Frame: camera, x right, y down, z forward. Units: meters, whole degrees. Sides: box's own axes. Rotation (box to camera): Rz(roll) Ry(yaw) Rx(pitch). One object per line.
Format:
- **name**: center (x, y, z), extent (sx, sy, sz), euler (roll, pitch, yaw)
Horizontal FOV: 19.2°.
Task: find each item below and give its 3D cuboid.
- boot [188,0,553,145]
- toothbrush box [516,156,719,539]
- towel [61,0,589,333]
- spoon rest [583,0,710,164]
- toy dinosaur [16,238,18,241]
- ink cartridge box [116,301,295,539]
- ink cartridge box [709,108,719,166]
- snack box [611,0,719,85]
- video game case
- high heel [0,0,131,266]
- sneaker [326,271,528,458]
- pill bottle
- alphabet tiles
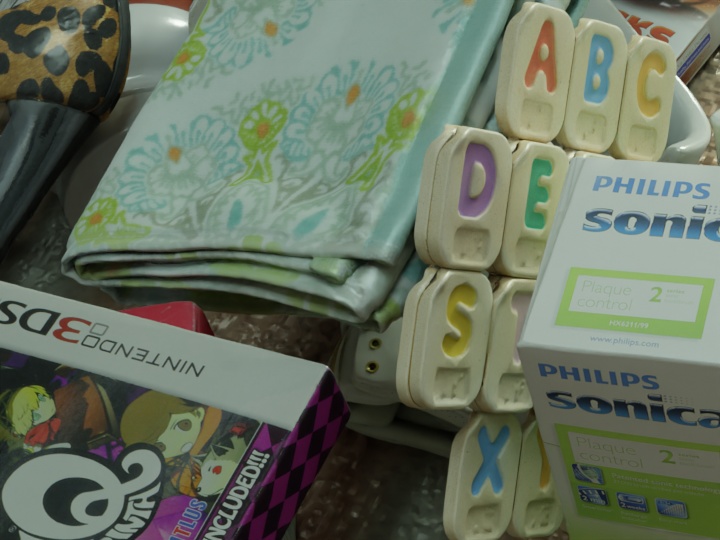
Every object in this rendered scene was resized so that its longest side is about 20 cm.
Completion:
- **boot**: center (0.025, -0.088, 0.956), extent (0.200, 0.073, 0.090), euler (35, 40, 1)
- **toothbrush box**: center (0.147, 0.060, 0.736), extent (0.145, 0.200, 0.086), euler (6, 52, 20)
- **towel**: center (-0.012, -0.068, 0.814), extent (0.171, 0.048, 0.200), euler (4, 56, 41)
- **spoon rest**: center (0.087, -0.102, 0.977), extent (0.060, 0.100, 0.200), euler (-16, 51, -42)
- **toy dinosaur**: center (-0.225, -0.076, 1.049), extent (0.077, 0.102, 0.200), euler (-51, 29, 23)
- **ink cartridge box**: center (-0.107, 0.142, 0.776), extent (0.144, 0.146, 0.201), euler (-10, 48, 8)
- **ink cartridge box**: center (0.268, -0.059, 0.879), extent (0.200, 0.085, 0.146), euler (-37, 50, -13)
- **snack box**: center (0.089, -0.146, 1.045), extent (0.200, 0.024, 0.072), euler (26, 64, 33)
- **video game case**: center (-0.125, 0.096, 0.699), extent (0.181, 0.036, 0.200), euler (13, 56, 27)
- **high heel**: center (-0.194, -0.101, 0.931), extent (0.200, 0.071, 0.143), euler (35, 95, 21)
- **sneaker**: center (0.000, 0.000, 0.885), extent (0.200, 0.074, 0.116), euler (32, 65, 9)
- **pill bottle**: center (-0.118, -0.102, 1.010), extent (0.112, 0.112, 0.200), euler (-21, 48, -2)
- **alphabet tiles**: center (0.080, 0.005, 0.798), extent (0.015, 0.200, 0.197), euler (9, 92, 36)
